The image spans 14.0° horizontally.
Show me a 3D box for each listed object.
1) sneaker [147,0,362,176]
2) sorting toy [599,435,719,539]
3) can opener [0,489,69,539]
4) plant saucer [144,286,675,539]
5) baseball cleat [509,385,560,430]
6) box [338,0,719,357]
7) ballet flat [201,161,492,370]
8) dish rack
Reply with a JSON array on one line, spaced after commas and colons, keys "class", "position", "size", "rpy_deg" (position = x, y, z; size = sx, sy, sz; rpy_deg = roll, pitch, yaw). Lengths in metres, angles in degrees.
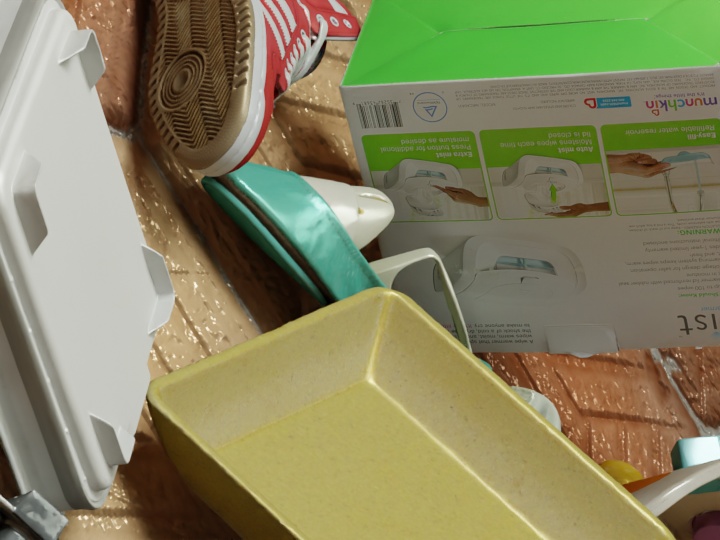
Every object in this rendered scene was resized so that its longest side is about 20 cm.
[{"class": "sneaker", "position": [-0.049, -0.101, 1.459], "size": [0.112, 0.071, 0.200], "rpy_deg": [38, 28, -36]}, {"class": "sorting toy", "position": [0.238, 0.150, 1.633], "size": [0.200, 0.180, 0.107], "rpy_deg": [46, 34, -29]}, {"class": "can opener", "position": [-0.105, 0.159, 1.199], "size": [0.200, 0.053, 0.067], "rpy_deg": [45, 66, -13]}, {"class": "plant saucer", "position": [0.019, 0.107, 1.346], "size": [0.200, 0.049, 0.200], "rpy_deg": [42, 33, 19]}, {"class": "baseball cleat", "position": [0.054, 0.149, 1.453], "size": [0.200, 0.070, 0.107], "rpy_deg": [-50, 143, -39]}, {"class": "box", "position": [0.109, -0.051, 1.508], "size": [0.097, 0.199, 0.177], "rpy_deg": [-71, 152, -49]}, {"class": "ballet flat", "position": [0.000, 0.000, 1.472], "size": [0.200, 0.070, 0.067], "rpy_deg": [51, -7, -25]}, {"class": "dish rack", "position": [-0.125, -0.009, 1.233], "size": [0.172, 0.043, 0.200], "rpy_deg": [-79, 160, -52]}]
